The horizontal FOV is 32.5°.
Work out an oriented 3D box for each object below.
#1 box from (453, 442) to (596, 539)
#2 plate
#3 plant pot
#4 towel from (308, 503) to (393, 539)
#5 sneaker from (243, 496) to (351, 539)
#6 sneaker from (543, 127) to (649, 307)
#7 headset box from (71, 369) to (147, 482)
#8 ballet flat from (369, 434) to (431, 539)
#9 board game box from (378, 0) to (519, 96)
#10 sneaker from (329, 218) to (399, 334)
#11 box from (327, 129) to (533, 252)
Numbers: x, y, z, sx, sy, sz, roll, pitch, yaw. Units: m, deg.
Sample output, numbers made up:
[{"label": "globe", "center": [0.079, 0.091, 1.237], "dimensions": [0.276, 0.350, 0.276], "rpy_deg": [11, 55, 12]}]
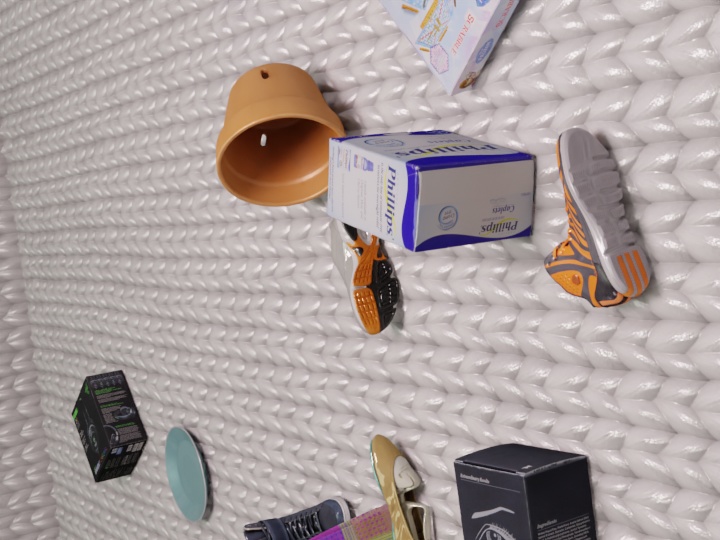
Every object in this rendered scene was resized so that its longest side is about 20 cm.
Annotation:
[{"label": "box", "center": [0.207, 0.326, 1.523], "dimensions": [0.147, 0.103, 0.203], "rpy_deg": [1, 99, 58]}, {"label": "plate", "center": [-0.351, 0.416, 2.532], "dimensions": [0.199, 0.025, 0.203], "rpy_deg": [21, 115, 55]}, {"label": "plant pot", "center": [-0.124, -0.212, 1.844], "dimensions": [0.201, 0.198, 0.141], "rpy_deg": [120, 147, -46]}, {"label": "towel", "center": [-0.011, 0.450, 1.841], "dimensions": [0.023, 0.198, 0.145], "rpy_deg": [91, 156, -72]}, {"label": "sneaker", "center": [-0.109, 0.432, 2.030], "dimensions": [0.202, 0.145, 0.078], "rpy_deg": [-38, 65, 54]}, {"label": "sneaker", "center": [0.242, -0.051, 1.385], "dimensions": [0.112, 0.077, 0.202], "rpy_deg": [-30, 73, 56]}, {"label": "headset box", "center": [-0.576, 0.349, 2.815], "dimensions": [0.201, 0.092, 0.175], "rpy_deg": [64, 145, 25]}, {"label": "ballet flat", "center": [0.068, 0.334, 1.808], "dimensions": [0.063, 0.068, 0.202], "rpy_deg": [-17, 86, 30]}, {"label": "board game box", "center": [0.104, -0.356, 1.517], "dimensions": [0.200, 0.041, 0.201], "rpy_deg": [56, 147, 19]}, {"label": "sneaker", "center": [0.000, 0.000, 1.812], "dimensions": [0.092, 0.075, 0.202], "rpy_deg": [140, 123, -63]}, {"label": "box", "center": [0.084, -0.104, 1.527], "dimensions": [0.199, 0.182, 0.106], "rpy_deg": [26, 118, 52]}]
